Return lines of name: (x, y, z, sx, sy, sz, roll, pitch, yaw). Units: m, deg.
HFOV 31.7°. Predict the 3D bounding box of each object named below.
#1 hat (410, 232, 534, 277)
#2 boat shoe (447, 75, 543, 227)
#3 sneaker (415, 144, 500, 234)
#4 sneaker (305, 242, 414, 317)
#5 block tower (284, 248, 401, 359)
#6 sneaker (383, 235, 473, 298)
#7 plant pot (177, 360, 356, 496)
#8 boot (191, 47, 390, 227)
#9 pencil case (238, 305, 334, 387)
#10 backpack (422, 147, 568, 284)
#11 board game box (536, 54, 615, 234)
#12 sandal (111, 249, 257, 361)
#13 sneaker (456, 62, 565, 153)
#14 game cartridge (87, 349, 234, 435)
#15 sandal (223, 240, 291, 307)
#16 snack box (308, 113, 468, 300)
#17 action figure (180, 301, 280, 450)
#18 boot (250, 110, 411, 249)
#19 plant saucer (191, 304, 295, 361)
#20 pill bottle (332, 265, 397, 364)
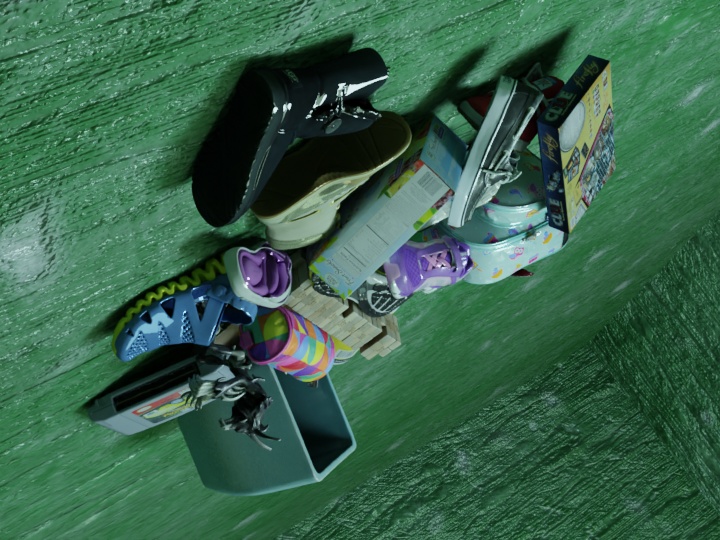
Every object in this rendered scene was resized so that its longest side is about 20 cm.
hat: (0.111, 0.018, 1.902, 0.165, 0.177, 0.200, -25, 161, -35)
boat shoe: (0.164, -0.135, 1.538, 0.074, 0.068, 0.201, -67, 179, -69)
sneaker: (0.084, -0.109, 1.697, 0.199, 0.091, 0.078, -24, -165, 14)
sneaker: (0.000, 0.000, 1.687, 0.074, 0.081, 0.199, -36, 143, 21)
block tower: (-0.030, 0.051, 1.717, 0.054, 0.058, 0.200, -36, 128, 23)
sneaker: (0.091, -0.012, 1.658, 0.088, 0.081, 0.200, -11, 177, 23)
plant pot: (-0.153, 0.230, 1.894, 0.199, 0.198, 0.196, -23, -179, 18)
boot: (-0.067, -0.133, 1.274, 0.167, 0.077, 0.201, -17, 149, -42)
pencil case: (-0.098, 0.101, 1.708, 0.088, 0.089, 0.200, -37, 159, 4)
backpack: (0.186, -0.084, 1.794, 0.199, 0.176, 0.154, -32, 147, -20)
board game box: (0.288, -0.164, 1.674, 0.136, 0.034, 0.201, -50, 147, -26)
sandal: (-0.201, 0.054, 1.506, 0.199, 0.087, 0.080, -31, 166, -14)
sneaker: (0.201, -0.217, 1.631, 0.112, 0.071, 0.200, -45, 162, 18)
game cartridge: (-0.257, 0.167, 1.718, 0.198, 0.041, 0.133, -24, 166, 3)
sandal: (-0.106, 0.003, 1.517, 0.049, 0.083, 0.203, -16, -179, 14)
snack box: (0.036, -0.079, 1.551, 0.200, 0.068, 0.169, -45, -170, 24)
action figure: (-0.176, 0.139, 1.591, 0.101, 0.201, 0.119, -18, 162, -24)
boot: (-0.031, -0.100, 1.459, 0.199, 0.072, 0.155, -30, 163, -5)
plant saucer: (-0.158, 0.077, 1.762, 0.199, 0.035, 0.200, -33, 165, -10)
pill bottle: (-0.006, 0.038, 1.831, 0.112, 0.112, 0.200, -17, 155, -50)
